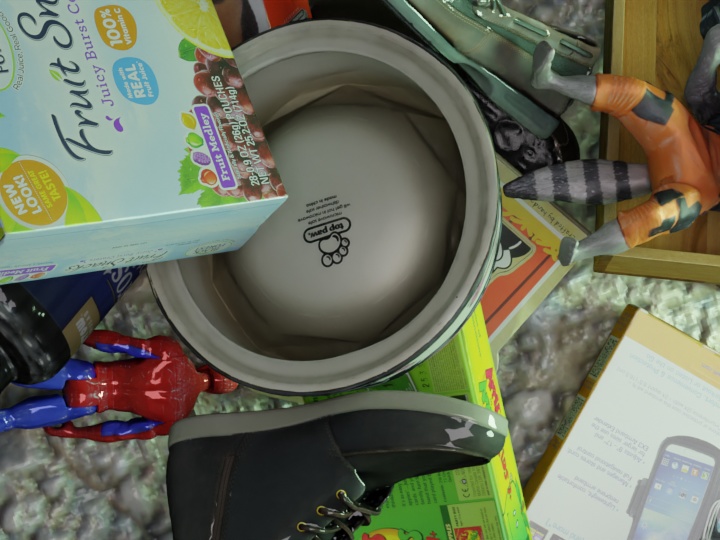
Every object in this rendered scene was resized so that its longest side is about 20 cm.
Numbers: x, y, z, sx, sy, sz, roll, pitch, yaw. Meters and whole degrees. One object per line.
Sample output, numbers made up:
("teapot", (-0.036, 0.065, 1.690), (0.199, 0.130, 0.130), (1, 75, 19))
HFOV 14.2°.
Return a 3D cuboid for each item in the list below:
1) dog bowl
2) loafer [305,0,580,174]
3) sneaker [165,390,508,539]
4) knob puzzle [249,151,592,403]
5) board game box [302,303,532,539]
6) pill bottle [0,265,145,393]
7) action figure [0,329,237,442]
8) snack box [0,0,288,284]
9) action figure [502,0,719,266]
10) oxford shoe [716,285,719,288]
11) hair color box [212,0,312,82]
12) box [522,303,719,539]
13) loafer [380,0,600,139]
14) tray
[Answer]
("dog bowl", (-0.013, -0.027, 1.528), (0.199, 0.074, 0.202), (-4, 77, 17))
("loafer", (0.045, -0.110, 1.635), (0.199, 0.071, 0.073), (31, 90, -7))
("sneaker", (-0.012, 0.128, 1.541), (0.199, 0.075, 0.107), (-9, 69, 27))
("knob puzzle", (0.000, 0.000, 1.624), (0.218, 0.030, 0.221), (2, 111, 5))
("board game box", (0.028, 0.093, 1.608), (0.101, 0.048, 0.201), (-7, 110, 18))
("pill bottle", (-0.180, -0.011, 1.572), (0.112, 0.112, 0.200), (40, 70, -7))
("action figure", (-0.167, 0.066, 1.636), (0.198, 0.052, 0.066), (-2, 99, -11))
("snack box", (-0.150, -0.100, 1.463), (0.168, 0.068, 0.201), (-8, 66, -35))
("action figure", (0.177, -0.083, 1.566), (0.192, 0.105, 0.201), (0, 63, -24))
("oxford shoe", (0.280, -0.064, 1.665), (0.071, 0.071, 0.200), (39, 87, -5))
("hair color box", (-0.099, -0.200, 1.578), (0.101, 0.061, 0.201), (-6, 113, 23))
("box", (0.159, 0.135, 1.679), (0.119, 0.041, 0.201), (30, 92, -7))
("loafer", (0.058, -0.142, 1.533), (0.063, 0.072, 0.200), (-47, 138, 6))
("tray", (0.186, -0.094, 1.636), (0.098, 0.037, 0.202), (6, 71, -4))
